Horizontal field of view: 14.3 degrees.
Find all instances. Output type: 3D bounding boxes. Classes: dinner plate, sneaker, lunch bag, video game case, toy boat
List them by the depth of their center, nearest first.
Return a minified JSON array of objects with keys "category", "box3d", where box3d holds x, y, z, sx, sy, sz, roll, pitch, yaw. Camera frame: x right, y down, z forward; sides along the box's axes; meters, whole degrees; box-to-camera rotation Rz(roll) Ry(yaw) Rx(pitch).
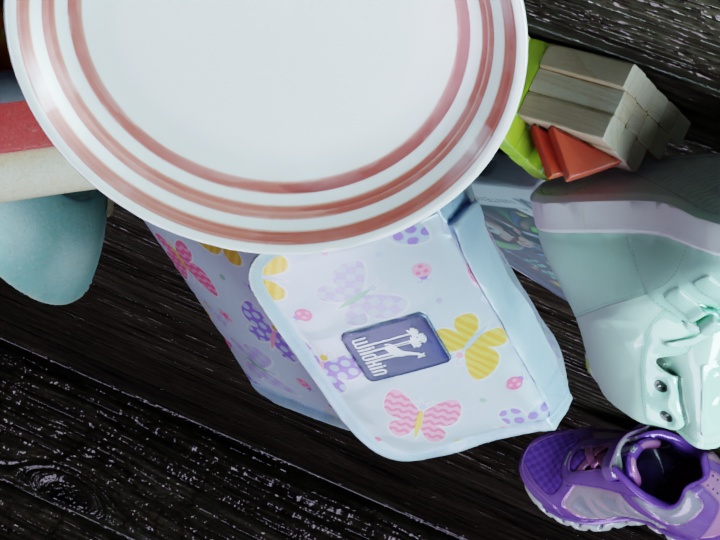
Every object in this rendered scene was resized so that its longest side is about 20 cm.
[{"category":"dinner plate","box3d":[-0.035,-0.092,1.091,0.200,0.200,0.024,28,-145,-11]},{"category":"sneaker","box3d":[0.159,0.015,1.172,0.200,0.074,0.118,6,119,56]},{"category":"toy boat","box3d":[-0.156,-0.117,1.369,0.130,0.131,0.200,-8,-163,-3]},{"category":"lunch bag","box3d":[0.000,0.000,1.442,0.200,0.127,0.170,17,148,43]},{"category":"video game case","box3d":[0.120,-0.009,1.496,0.200,0.023,0.182,30,170,-28]},{"category":"sneaker","box3d":[0.191,0.142,2.015,0.200,0.081,0.088,12,158,39]}]

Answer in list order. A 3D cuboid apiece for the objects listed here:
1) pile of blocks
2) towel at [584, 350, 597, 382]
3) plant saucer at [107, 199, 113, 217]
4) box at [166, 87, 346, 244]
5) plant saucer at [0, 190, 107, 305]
[{"category":"pile of blocks","box3d":[0.035,-0.077,1.214,0.200,0.062,0.082,24,171,14]},{"category":"towel","box3d":[0.241,0.084,1.530,0.200,0.048,0.171,20,174,-27]},{"category":"plant saucer","box3d":[-0.228,-0.102,1.772,0.200,0.029,0.200,36,-178,-1]},{"category":"box","box3d":[-0.059,-0.087,1.232,0.137,0.039,0.200,43,-176,-13]},{"category":"plant saucer","box3d":[-0.191,-0.080,1.616,0.039,0.201,0.201,-25,148,18]}]
